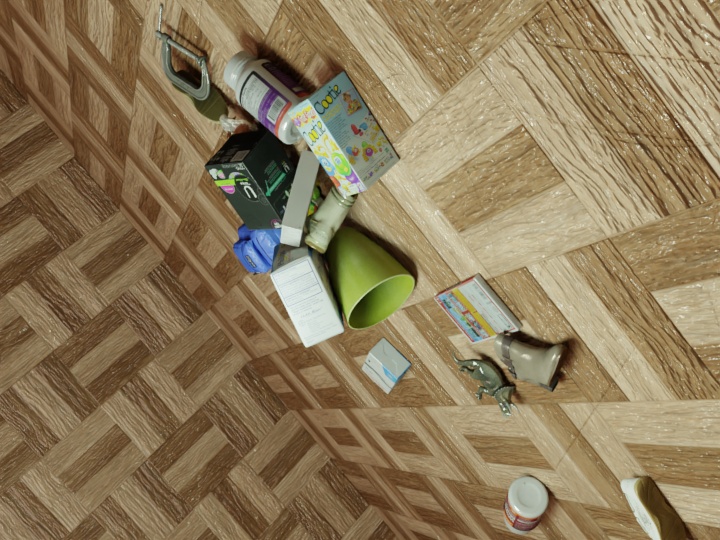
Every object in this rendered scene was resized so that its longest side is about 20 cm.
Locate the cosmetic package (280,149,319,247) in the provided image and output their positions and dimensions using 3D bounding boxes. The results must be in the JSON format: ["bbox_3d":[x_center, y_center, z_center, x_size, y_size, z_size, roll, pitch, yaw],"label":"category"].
[{"bbox_3d":[-0.135,-0.164,1.521,0.050,0.203,0.083,14,154,-5],"label":"cosmetic package"}]

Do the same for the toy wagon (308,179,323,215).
[{"bbox_3d":[-0.126,-0.162,1.700,0.154,0.040,0.201,38,155,20],"label":"toy wagon"}]

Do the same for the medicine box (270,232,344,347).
[{"bbox_3d":[-0.123,0.040,1.566,0.183,0.101,0.203,-102,-10,-68],"label":"medicine box"}]

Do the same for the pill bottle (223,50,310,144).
[{"bbox_3d":[-0.192,-0.368,1.411,0.200,0.111,0.112,42,156,14],"label":"pill bottle"}]

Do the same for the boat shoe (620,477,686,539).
[{"bbox_3d":[0.623,0.523,1.434,0.202,0.070,0.069,60,156,-5],"label":"boat shoe"}]

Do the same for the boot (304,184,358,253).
[{"bbox_3d":[-0.070,-0.136,1.545,0.071,0.156,0.200,29,-167,-14],"label":"boot"}]

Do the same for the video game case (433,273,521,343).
[{"bbox_3d":[0.250,0.088,1.465,0.143,0.017,0.200,49,156,-2],"label":"video game case"}]

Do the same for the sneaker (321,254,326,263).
[{"bbox_3d":[-0.066,-0.034,1.767,0.197,0.077,0.078,22,-177,29],"label":"sneaker"}]

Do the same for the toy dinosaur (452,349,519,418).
[{"bbox_3d":[0.297,0.249,1.586,0.202,0.077,0.102,56,144,-5],"label":"toy dinosaur"}]

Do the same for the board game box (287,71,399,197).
[{"bbox_3d":[-0.033,-0.262,1.312,0.202,0.105,0.102,56,155,-16],"label":"board game box"}]

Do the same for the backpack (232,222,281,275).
[{"bbox_3d":[-0.252,-0.074,1.897,0.163,0.169,0.199,49,153,-22],"label":"backpack"}]

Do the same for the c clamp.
[{"bbox_3d":[-0.437,-0.520,1.649,0.199,0.027,0.172,38,134,14],"label":"c clamp"}]

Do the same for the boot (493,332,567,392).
[{"bbox_3d":[0.340,0.173,1.374,0.145,0.070,0.202,33,155,26],"label":"boot"}]

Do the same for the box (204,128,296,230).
[{"bbox_3d":[-0.240,-0.211,1.591,0.147,0.125,0.201,3,138,40],"label":"box"}]

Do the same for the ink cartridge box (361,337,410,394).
[{"bbox_3d":[0.072,0.295,2.018,0.116,0.068,0.201,42,156,12],"label":"ink cartridge box"}]

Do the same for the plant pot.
[{"bbox_3d":[0.000,0.000,1.596,0.201,0.185,0.188,55,162,27],"label":"plant pot"}]

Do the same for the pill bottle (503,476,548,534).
[{"bbox_3d":[0.453,0.658,1.867,0.109,0.109,0.202,35,153,26],"label":"pill bottle"}]

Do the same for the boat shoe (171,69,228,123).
[{"bbox_3d":[-0.402,-0.438,1.724,0.199,0.074,0.063,37,-179,20],"label":"boat shoe"}]

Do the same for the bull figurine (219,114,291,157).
[{"bbox_3d":[-0.257,-0.319,1.652,0.200,0.065,0.121,48,150,-13],"label":"bull figurine"}]
